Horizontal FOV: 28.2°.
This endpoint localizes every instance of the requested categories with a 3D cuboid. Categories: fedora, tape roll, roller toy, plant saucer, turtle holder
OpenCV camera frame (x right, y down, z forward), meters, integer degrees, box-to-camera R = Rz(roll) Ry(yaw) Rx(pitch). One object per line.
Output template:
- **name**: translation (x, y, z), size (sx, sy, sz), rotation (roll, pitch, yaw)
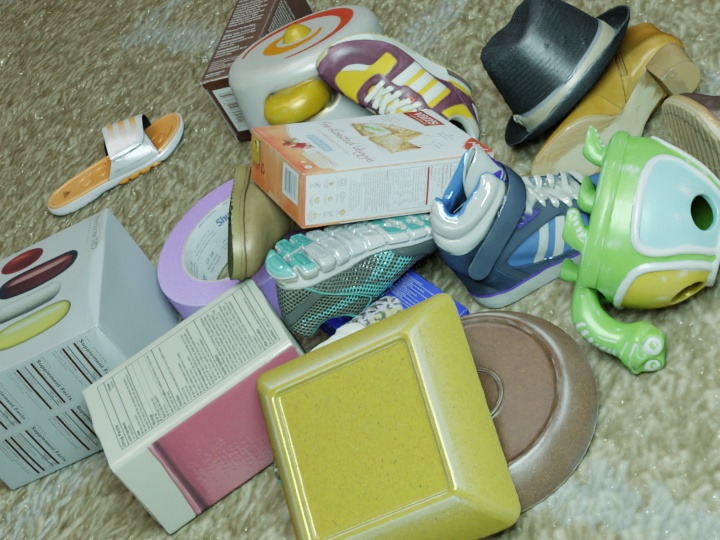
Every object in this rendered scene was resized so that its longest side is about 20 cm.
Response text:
- **fedora**: translation (0.180, -0.218, 1.434), size (0.201, 0.091, 0.201), rotation (-48, 10, 12)
- **tape roll**: translation (-0.114, -0.018, 1.515), size (0.198, 0.066, 0.201), rotation (-19, 39, 16)
- **roller toy**: translation (-0.049, -0.205, 1.582), size (0.200, 0.141, 0.182), rotation (-37, 26, -26)
- **plant saucer**: translation (0.008, 0.141, 1.169), size (0.199, 0.048, 0.202), rotation (-25, 69, 20)
- **plant saucer**: translation (0.099, 0.113, 1.205), size (0.198, 0.035, 0.202), rotation (-11, 54, 16)
- **turtle holder**: translation (0.238, -0.025, 1.206), size (0.130, 0.142, 0.186), rotation (13, 48, 10)

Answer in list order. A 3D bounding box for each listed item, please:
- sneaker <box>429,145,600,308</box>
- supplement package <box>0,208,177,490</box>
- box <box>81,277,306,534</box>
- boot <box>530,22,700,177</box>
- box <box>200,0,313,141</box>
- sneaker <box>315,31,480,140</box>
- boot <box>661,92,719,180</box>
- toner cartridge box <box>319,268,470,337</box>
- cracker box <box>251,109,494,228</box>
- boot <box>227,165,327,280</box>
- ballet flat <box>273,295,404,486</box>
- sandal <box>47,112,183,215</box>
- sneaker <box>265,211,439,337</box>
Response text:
- **sneaker**: translation (0.157, -0.068, 1.303), size (0.199, 0.147, 0.081), rotation (-33, 37, 0)
- **supplement package**: translation (-0.310, 0.080, 1.480), size (0.199, 0.148, 0.192), rotation (-25, 38, 12)
- **box**: translation (-0.140, 0.124, 1.338), size (0.199, 0.109, 0.128), rotation (-35, 37, -2)
- **boot**: translation (0.239, -0.164, 1.431), size (0.201, 0.071, 0.144), rotation (-38, 25, 6)
- **box**: translation (-0.119, -0.265, 1.763), size (0.074, 0.100, 0.201), rotation (-8, 43, 29)
- **sneaker**: translation (0.045, -0.176, 1.473), size (0.075, 0.199, 0.091), rotation (-45, 44, 39)
- **boot**: translation (0.390, -0.141, 1.302), size (0.165, 0.073, 0.200), rotation (-29, 34, -15)
- **toner cartridge box**: translation (0.021, 0.040, 1.369), size (0.095, 0.043, 0.200), rotation (-40, 38, -10)
- **cracker box**: translation (0.010, -0.100, 1.365), size (0.198, 0.058, 0.134), rotation (-8, 26, -24)
- **boot**: translation (-0.028, -0.051, 1.392), size (0.198, 0.067, 0.176), rotation (3, 37, -3)
- **ballet flat**: translation (-0.022, 0.105, 1.262), size (0.072, 0.072, 0.202), rotation (13, 75, 44)
- **sandal**: translation (-0.316, -0.144, 1.805), size (0.206, 0.059, 0.079), rotation (-33, 37, 0)
- **sneaker**: translation (0.000, 0.000, 1.330), size (0.199, 0.092, 0.077), rotation (-18, 32, -28)
